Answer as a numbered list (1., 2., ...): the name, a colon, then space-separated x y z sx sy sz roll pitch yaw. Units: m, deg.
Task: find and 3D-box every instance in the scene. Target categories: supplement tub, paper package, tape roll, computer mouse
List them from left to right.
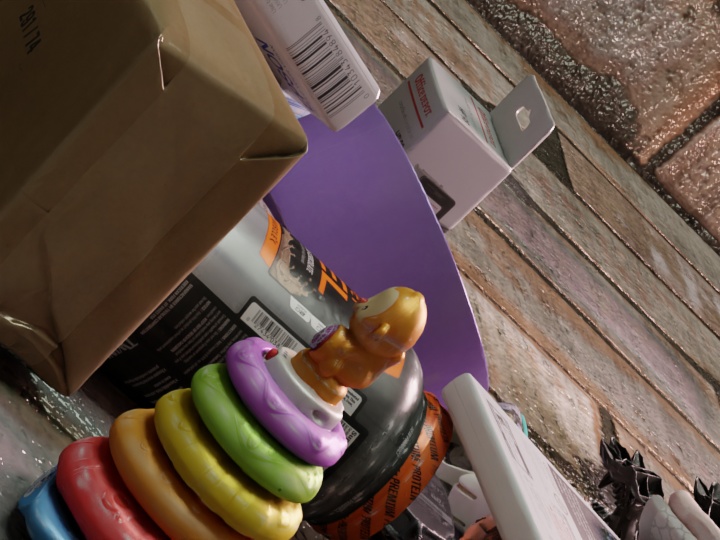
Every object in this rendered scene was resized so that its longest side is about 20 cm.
1. paper package: -0.142 -0.071 1.492 0.103 0.191 0.200 35 15 -34
2. supplement tub: -0.053 0.048 1.580 0.200 0.123 0.123 43 13 -19
3. tape roll: 0.000 0.000 1.806 0.200 0.085 0.200 158 -90 -84
4. computer mouse: 0.025 0.164 1.711 0.059 0.034 0.200 44 19 -20

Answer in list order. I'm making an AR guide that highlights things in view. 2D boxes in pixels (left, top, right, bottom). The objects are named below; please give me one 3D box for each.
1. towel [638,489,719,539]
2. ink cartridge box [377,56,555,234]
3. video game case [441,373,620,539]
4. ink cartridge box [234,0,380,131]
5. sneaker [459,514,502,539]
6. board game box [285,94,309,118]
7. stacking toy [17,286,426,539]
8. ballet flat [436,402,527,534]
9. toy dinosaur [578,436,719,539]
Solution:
1. towel: 0.196 0.254 1.678 0.032 0.200 0.191 -10 41 -24
2. ink cartridge box: 0.035 -0.070 2.058 0.067 0.200 0.116 41 13 -20
3. video game case: 0.120 0.169 1.574 0.182 0.023 0.200 47 12 -36
4. ink cartridge box: -0.091 -0.189 1.671 0.200 0.043 0.196 38 -14 52
5. sneaker: 0.078 0.180 1.606 0.090 0.066 0.200 20 15 27
6. board game box: -0.096 -0.140 1.907 0.200 0.062 0.200 48 10 2
7. stacking toy: -0.047 0.075 1.330 0.110 0.200 0.116 46 13 -3
8. ballet flat: 0.083 0.144 1.903 0.072 0.072 0.200 41 13 -24
9. toy dinosaur: 0.170 0.190 1.844 0.102 0.136 0.200 16 20 -43
